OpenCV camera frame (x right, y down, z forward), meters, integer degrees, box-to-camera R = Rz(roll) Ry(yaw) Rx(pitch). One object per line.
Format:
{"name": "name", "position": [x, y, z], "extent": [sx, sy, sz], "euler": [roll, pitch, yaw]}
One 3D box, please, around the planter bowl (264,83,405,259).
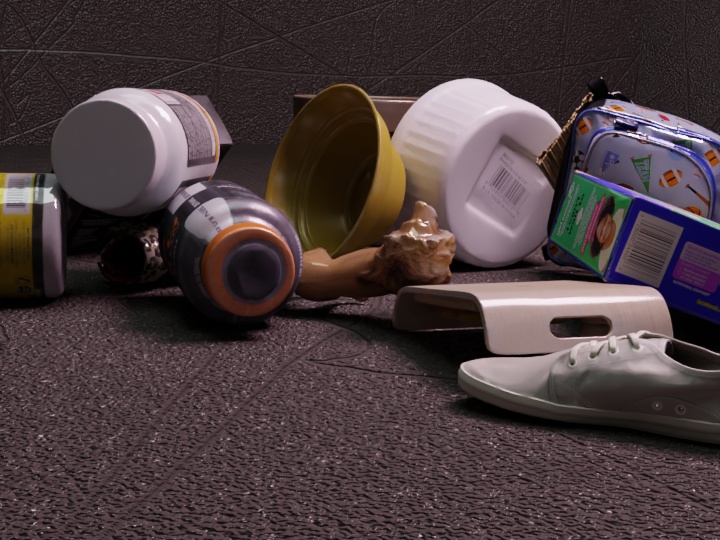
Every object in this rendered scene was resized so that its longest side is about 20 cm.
{"name": "planter bowl", "position": [-0.012, -0.084, 1.320], "extent": [0.083, 0.201, 0.200], "euler": [17, -1, -35]}

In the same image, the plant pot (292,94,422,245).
{"name": "plant pot", "position": [0.017, -0.124, 1.546], "extent": [0.199, 0.174, 0.200], "euler": [1, 10, 0]}

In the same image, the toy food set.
{"name": "toy food set", "position": [0.122, 0.041, 0.960], "extent": [0.143, 0.061, 0.200], "euler": [-2, 2, -18]}

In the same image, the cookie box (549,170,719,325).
{"name": "cookie box", "position": [0.267, -0.014, 1.079], "extent": [0.171, 0.075, 0.200], "euler": [20, 7, -8]}

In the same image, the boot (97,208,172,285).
{"name": "boot", "position": [-0.203, -0.033, 1.272], "extent": [0.153, 0.074, 0.203], "euler": [-11, 14, -41]}

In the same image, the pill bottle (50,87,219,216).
{"name": "pill bottle", "position": [-0.205, -0.110, 1.167], "extent": [0.116, 0.117, 0.200], "euler": [3, 7, 7]}

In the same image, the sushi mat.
{"name": "sushi mat", "position": [0.253, -0.099, 1.381], "extent": [0.012, 0.096, 0.200], "euler": [35, -8, 41]}

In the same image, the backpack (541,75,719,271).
{"name": "backpack", "position": [0.291, -0.070, 1.264], "extent": [0.190, 0.201, 0.154], "euler": [12, 21, 3]}

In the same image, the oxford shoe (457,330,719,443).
{"name": "oxford shoe", "position": [0.157, 0.065, 0.789], "extent": [0.199, 0.058, 0.075], "euler": [4, 12, 26]}

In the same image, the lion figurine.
{"name": "lion figurine", "position": [0.000, 0.000, 1.082], "extent": [0.199, 0.073, 0.122], "euler": [-19, -3, 28]}

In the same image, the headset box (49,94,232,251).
{"name": "headset box", "position": [-0.244, -0.112, 1.382], "extent": [0.148, 0.075, 0.200], "euler": [-8, -31, -43]}

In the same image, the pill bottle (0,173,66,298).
{"name": "pill bottle", "position": [-0.359, -0.031, 1.105], "extent": [0.199, 0.112, 0.111], "euler": [1, 9, -9]}

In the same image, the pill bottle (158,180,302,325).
{"name": "pill bottle", "position": [-0.108, -0.015, 1.069], "extent": [0.106, 0.107, 0.200], "euler": [-1, 9, -15]}

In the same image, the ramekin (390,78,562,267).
{"name": "ramekin", "position": [0.132, -0.099, 1.371], "extent": [0.200, 0.201, 0.098], "euler": [-4, 18, -31]}
